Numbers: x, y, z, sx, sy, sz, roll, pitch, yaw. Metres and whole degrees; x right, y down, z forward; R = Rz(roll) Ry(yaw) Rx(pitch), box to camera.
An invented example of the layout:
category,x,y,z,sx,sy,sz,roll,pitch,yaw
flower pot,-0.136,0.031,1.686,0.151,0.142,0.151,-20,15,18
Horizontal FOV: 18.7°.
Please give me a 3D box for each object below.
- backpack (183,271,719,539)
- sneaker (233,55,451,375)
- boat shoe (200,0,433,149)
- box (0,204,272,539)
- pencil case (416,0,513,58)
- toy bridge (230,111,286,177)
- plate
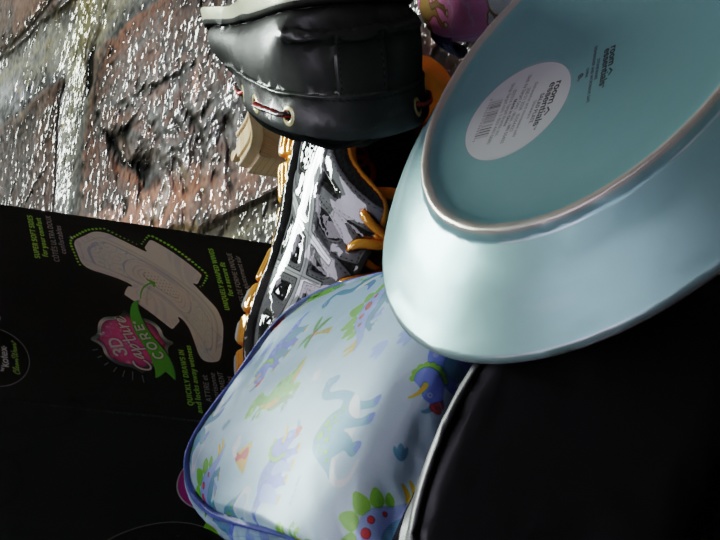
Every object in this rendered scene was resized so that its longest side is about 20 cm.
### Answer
category,x,y,z,sx,sy,sz,roll,pitch,yaw
backpack,0.027,0.068,0.739,0.163,0.154,0.200,-59,3,-15
sneaker,0.000,0.000,0.894,0.077,0.078,0.201,-26,57,56
boat shoe,-0.019,-0.076,0.826,0.201,0.073,0.063,-158,62,-80
box,-0.118,0.070,0.979,0.124,0.200,0.149,-107,34,-44
pencil case,0.018,-0.179,0.777,0.086,0.200,0.083,-24,21,14
toy bridge,-0.019,-0.103,0.978,0.200,0.067,0.027,130,141,-49
plate,0.078,-0.058,0.674,0.200,0.026,0.200,-32,32,23
